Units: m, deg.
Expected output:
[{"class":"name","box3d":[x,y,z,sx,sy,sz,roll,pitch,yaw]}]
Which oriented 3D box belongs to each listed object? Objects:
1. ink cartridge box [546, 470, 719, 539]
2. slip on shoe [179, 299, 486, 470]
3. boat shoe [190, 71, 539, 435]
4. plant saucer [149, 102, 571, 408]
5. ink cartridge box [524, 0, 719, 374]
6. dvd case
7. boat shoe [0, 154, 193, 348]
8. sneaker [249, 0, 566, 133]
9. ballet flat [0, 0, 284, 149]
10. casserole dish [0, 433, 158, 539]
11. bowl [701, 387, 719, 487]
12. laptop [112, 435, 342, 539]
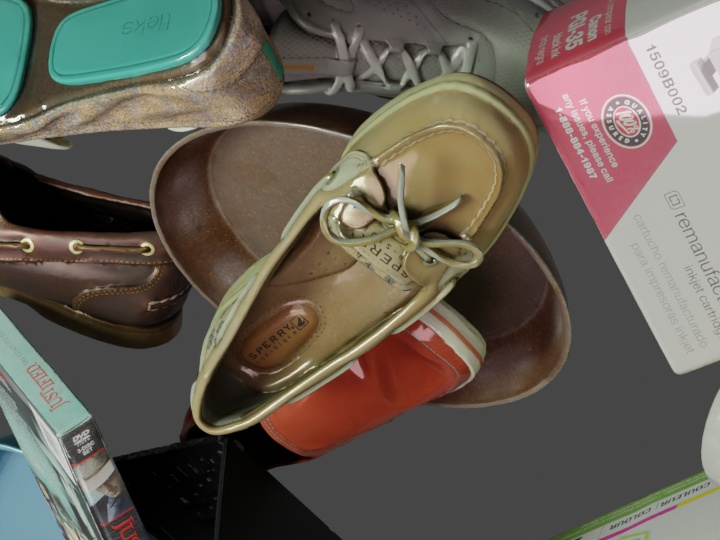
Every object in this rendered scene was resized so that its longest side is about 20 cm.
[{"class":"ink cartridge box","box3d":[0.126,0.181,1.094,0.148,0.200,0.076,-29,104,32]},{"class":"slip on shoe","box3d":[-0.015,0.054,1.122,0.074,0.061,0.200,41,145,-22]},{"class":"boat shoe","box3d":[0.000,0.000,1.005,0.073,0.063,0.200,37,128,-6]},{"class":"plant saucer","box3d":[0.004,-0.010,1.101,0.200,0.035,0.200,18,148,12]},{"class":"ink cartridge box","box3d":[0.186,-0.068,0.980,0.200,0.083,0.147,-23,108,21]},{"class":"dvd case","box3d":[-0.121,0.121,1.154,0.022,0.146,0.200,-30,121,-13]},{"class":"boat shoe","box3d":[-0.173,-0.026,1.181,0.199,0.070,0.070,14,130,5]},{"class":"sneaker","box3d":[0.001,-0.095,1.055,0.199,0.092,0.076,19,123,10]},{"class":"ballet flat","box3d":[-0.115,-0.076,0.999,0.199,0.068,0.067,3,159,35]},{"class":"casserole dish","box3d":[-0.167,0.162,1.304,0.121,0.039,0.200,27,125,6]},{"class":"bowl","box3d":[0.207,0.077,1.028,0.108,0.200,0.201,31,129,33]},{"class":"laptop","box3d":[-0.040,0.169,1.147,0.177,0.103,0.200,45,147,-21]}]
